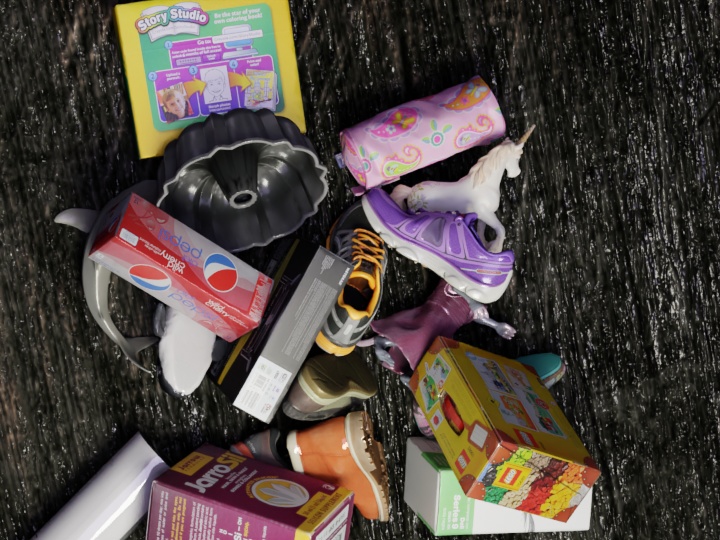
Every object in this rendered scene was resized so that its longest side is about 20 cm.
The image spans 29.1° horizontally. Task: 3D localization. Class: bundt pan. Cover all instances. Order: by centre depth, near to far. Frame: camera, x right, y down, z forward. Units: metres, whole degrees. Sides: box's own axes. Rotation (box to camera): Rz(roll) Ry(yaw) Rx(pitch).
[{"bbox_3d":[-0.139,-0.108,1.564,0.199,0.203,0.077,-10,56,-13],"label":"bundt pan"}]

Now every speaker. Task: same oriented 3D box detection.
[{"bbox_3d":[-0.298,0.282,1.605,0.200,0.081,0.081,-45,104,-7],"label":"speaker"}]

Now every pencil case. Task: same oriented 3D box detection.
[{"bbox_3d":[0.071,-0.160,1.652,0.198,0.087,0.089,-23,101,-11],"label":"pencil case"}]

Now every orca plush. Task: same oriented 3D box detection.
[{"bbox_3d":[-0.215,0.053,1.609,0.104,0.071,0.203,7,71,-44],"label":"orca plush"}]

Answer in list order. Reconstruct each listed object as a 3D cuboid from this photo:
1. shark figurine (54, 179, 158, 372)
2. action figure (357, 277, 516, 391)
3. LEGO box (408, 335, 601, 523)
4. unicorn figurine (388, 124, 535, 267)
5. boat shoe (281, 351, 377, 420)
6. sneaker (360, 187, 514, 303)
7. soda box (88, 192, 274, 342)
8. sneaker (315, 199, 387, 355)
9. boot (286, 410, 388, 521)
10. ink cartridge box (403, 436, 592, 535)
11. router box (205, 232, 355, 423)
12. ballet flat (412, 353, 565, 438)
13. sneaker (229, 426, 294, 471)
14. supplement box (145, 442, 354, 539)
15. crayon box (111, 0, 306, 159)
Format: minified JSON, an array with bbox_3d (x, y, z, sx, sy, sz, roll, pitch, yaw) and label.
[{"bbox_3d":[-0.286,0.004,1.577,0.126,0.089,0.218,3,93,-13],"label":"shark figurine"},{"bbox_3d":[0.100,0.051,1.692,0.148,0.134,0.201,28,72,27],"label":"action figure"},{"bbox_3d":[0.160,0.177,1.571,0.147,0.201,0.078,19,114,-28],"label":"LEGO box"},{"bbox_3d":[0.126,-0.080,1.652,0.197,0.074,0.139,-10,113,-2],"label":"unicorn figurine"},{"bbox_3d":[-0.040,0.135,1.614,0.066,0.201,0.072,-38,80,14],"label":"boat shoe"},{"bbox_3d":[0.092,-0.043,1.608,0.199,0.081,0.084,32,99,12],"label":"sneaker"},{"bbox_3d":[-0.197,-0.001,1.544,0.199,0.070,0.064,33,52,-24],"label":"soda box"},{"bbox_3d":[0.000,0.000,1.622,0.077,0.077,0.202,19,57,-15],"label":"sneaker"},{"bbox_3d":[-0.023,0.239,1.652,0.106,0.076,0.201,-13,138,8],"label":"boot"},{"bbox_3d":[0.166,0.258,1.686,0.197,0.146,0.086,1,98,-14],"label":"ink cartridge box"},{"bbox_3d":[-0.096,0.060,1.592,0.052,0.157,0.202,30,89,-20],"label":"router box"},{"bbox_3d":[0.161,0.160,1.723,0.197,0.069,0.072,-16,118,-8],"label":"ballet flat"},{"bbox_3d":[-0.077,0.277,1.666,0.081,0.077,0.202,-33,103,-15],"label":"sneaker"},{"bbox_3d":[-0.123,0.286,1.559,0.197,0.131,0.105,14,109,18],"label":"supplement box"},{"bbox_3d":[-0.173,-0.230,1.595,0.197,0.058,0.175,-10,97,-13],"label":"crayon box"}]
